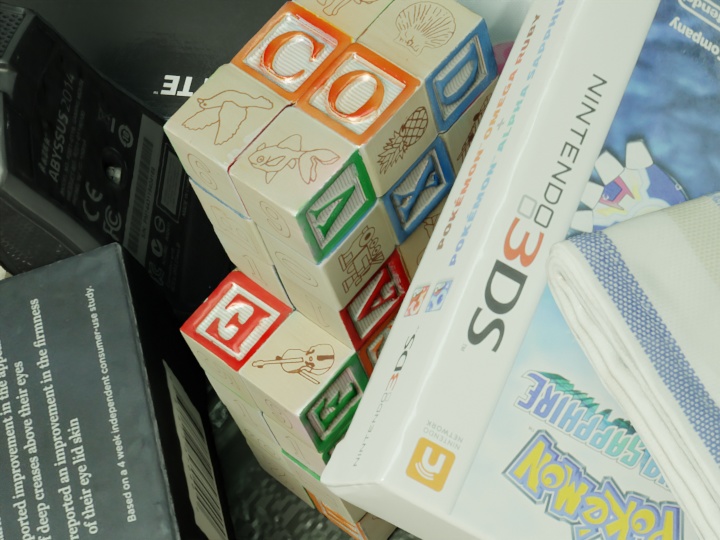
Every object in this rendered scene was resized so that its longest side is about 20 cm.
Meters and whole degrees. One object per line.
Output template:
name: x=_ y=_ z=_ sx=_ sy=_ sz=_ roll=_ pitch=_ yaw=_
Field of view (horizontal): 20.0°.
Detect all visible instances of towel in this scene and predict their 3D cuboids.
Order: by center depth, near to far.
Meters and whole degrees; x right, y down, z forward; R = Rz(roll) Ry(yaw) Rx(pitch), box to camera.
towel: x=0.163 y=0.028 z=0.565 sx=0.199 sy=0.024 sz=0.147 roll=-15 pitch=57 yaw=-26

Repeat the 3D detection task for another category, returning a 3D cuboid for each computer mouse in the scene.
computer mouse: x=-0.122 y=-0.046 z=0.761 sx=0.053 sy=0.200 sz=0.139 roll=-16 pitch=48 yaw=28

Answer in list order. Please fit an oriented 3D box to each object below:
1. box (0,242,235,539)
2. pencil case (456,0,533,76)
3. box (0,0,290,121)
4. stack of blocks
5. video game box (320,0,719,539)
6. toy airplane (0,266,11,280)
box: x=-0.149 y=0.101 z=0.726 sx=0.199 sy=0.104 sz=0.148 roll=-17 pitch=58 yaw=5
pencil case: x=0.092 y=-0.098 z=0.687 sx=0.199 sy=0.091 sz=0.083 roll=2 pitch=60 yaw=23
box: x=-0.076 y=-0.137 z=0.879 sx=0.199 sy=0.050 sz=0.199 roll=6 pitch=61 yaw=17
stack of blocks: x=0.000 y=0.000 z=0.689 sx=0.058 sy=0.200 sz=0.115 roll=34 pitch=72 yaw=28
video game box: x=0.111 y=0.025 z=0.612 sx=0.200 sy=0.047 sz=0.183 roll=29 pitch=75 yaw=-18
toy airplane: x=-0.241 y=-0.009 z=0.787 sx=0.199 sy=0.199 sz=0.142 roll=5 pitch=89 yaw=27
